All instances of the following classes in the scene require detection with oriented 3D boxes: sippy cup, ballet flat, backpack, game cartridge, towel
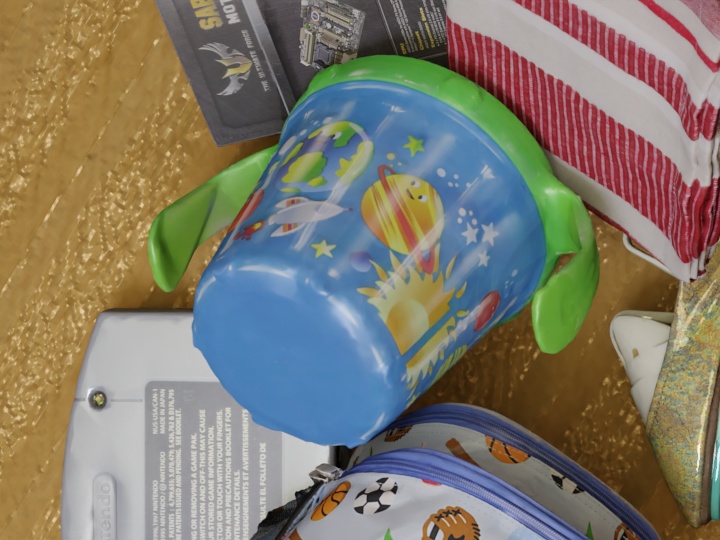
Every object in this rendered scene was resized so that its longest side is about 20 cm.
[{"bbox_3d":[0.000,0.000,0.919,0.140,0.130,0.178,48,137,-10],"label":"sippy cup"},{"bbox_3d":[0.143,0.008,0.950,0.070,0.071,0.201,10,88,12],"label":"ballet flat"},{"bbox_3d":[0.044,0.148,0.900,0.200,0.190,0.154,31,72,-10],"label":"backpack"},{"bbox_3d":[-0.072,0.117,1.014,0.133,0.042,0.201,1,91,16],"label":"game cartridge"},{"bbox_3d":[0.086,-0.088,0.859,0.144,0.200,0.023,37,66,25],"label":"towel"}]

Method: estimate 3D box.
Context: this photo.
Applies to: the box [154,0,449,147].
[{"bbox_3d":[-0.019,-0.158,0.933,0.158,0.048,0.200,-12,128,13],"label":"box"}]
